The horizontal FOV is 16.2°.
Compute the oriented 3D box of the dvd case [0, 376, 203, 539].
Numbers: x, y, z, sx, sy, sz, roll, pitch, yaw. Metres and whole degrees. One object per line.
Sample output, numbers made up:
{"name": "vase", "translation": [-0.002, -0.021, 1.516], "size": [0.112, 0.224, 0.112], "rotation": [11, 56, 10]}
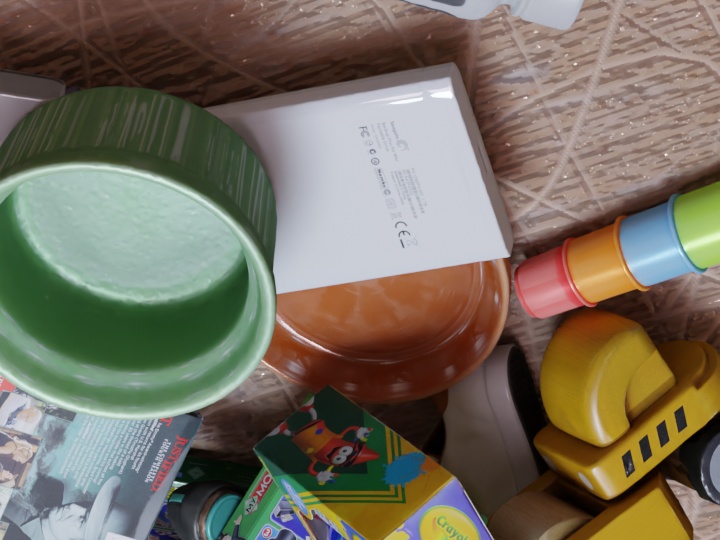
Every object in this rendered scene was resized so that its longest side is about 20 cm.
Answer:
{"name": "dvd case", "translation": [-0.222, 0.131, 1.700], "size": [0.200, 0.022, 0.146], "rotation": [19, 103, -27]}

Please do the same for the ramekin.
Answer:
{"name": "ramekin", "translation": [-0.144, -0.015, 1.527], "size": [0.200, 0.098, 0.200], "rotation": [4, 130, 5]}

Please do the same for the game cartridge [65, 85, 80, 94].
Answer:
{"name": "game cartridge", "translation": [-0.192, -0.022, 1.646], "size": [0.129, 0.038, 0.200], "rotation": [-14, 126, 24]}

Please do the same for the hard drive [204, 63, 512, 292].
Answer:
{"name": "hard drive", "translation": [-0.019, -0.052, 1.569], "size": [0.200, 0.026, 0.132], "rotation": [-9, 123, 19]}

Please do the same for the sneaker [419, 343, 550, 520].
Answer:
{"name": "sneaker", "translation": [0.091, 0.139, 1.745], "size": [0.085, 0.073, 0.200], "rotation": [-8, 118, 19]}

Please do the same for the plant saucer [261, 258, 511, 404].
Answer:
{"name": "plant saucer", "translation": [0.000, 0.000, 1.647], "size": [0.200, 0.032, 0.201], "rotation": [7, 126, 9]}

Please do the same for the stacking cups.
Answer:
{"name": "stacking cups", "translation": [0.191, -0.022, 1.600], "size": [0.200, 0.061, 0.061], "rotation": [-18, 126, 29]}

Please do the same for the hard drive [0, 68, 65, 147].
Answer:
{"name": "hard drive", "translation": [-0.256, -0.044, 1.599], "size": [0.132, 0.026, 0.200], "rotation": [9, 130, 1]}

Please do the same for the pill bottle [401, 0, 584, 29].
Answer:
{"name": "pill bottle", "translation": [0.034, -0.206, 1.417], "size": [0.200, 0.113, 0.113], "rotation": [16, 132, -5]}

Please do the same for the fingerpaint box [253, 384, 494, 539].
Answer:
{"name": "fingerpaint box", "translation": [0.035, 0.193, 1.643], "size": [0.073, 0.167, 0.200], "rotation": [-39, 124, -13]}

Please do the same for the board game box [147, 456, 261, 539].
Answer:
{"name": "board game box", "translation": [-0.075, 0.198, 1.836], "size": [0.200, 0.029, 0.135], "rotation": [8, 131, 2]}

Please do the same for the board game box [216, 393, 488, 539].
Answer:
{"name": "board game box", "translation": [0.001, 0.189, 1.743], "size": [0.200, 0.135, 0.029], "rotation": [38, 171, -37]}

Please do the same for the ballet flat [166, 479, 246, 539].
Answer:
{"name": "ballet flat", "translation": [-0.064, 0.205, 1.766], "size": [0.068, 0.068, 0.200], "rotation": [8, 147, 48]}

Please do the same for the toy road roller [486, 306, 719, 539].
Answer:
{"name": "toy road roller", "translation": [0.155, 0.116, 1.644], "size": [0.200, 0.123, 0.146], "rotation": [-38, 108, -11]}
